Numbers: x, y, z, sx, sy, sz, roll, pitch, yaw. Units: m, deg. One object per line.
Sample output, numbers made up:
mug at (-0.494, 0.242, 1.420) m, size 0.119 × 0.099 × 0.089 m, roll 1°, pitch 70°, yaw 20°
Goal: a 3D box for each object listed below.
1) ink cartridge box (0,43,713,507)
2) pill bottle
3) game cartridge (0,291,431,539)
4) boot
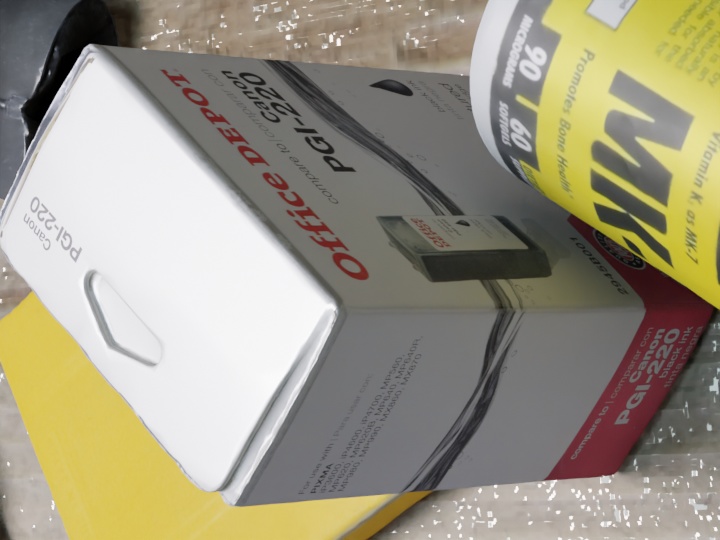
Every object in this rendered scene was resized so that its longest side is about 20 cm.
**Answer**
ink cartridge box at (0.000, 0.000, 0.920) m, size 0.146 × 0.200 × 0.085 m, roll 46°, pitch 120°, yaw 32°
pill bottle at (0.139, -0.037, 0.847) m, size 0.200 × 0.114 × 0.114 m, roll 35°, pitch 114°, yaw 37°
game cartridge at (-0.059, 0.049, 1.098) m, size 0.200 × 0.032 × 0.176 m, roll -40°, pitch 65°, yaw 39°
boot at (-0.185, -0.125, 1.183) m, size 0.200 × 0.066 × 0.165 m, roll 21°, pitch 114°, yaw 44°
